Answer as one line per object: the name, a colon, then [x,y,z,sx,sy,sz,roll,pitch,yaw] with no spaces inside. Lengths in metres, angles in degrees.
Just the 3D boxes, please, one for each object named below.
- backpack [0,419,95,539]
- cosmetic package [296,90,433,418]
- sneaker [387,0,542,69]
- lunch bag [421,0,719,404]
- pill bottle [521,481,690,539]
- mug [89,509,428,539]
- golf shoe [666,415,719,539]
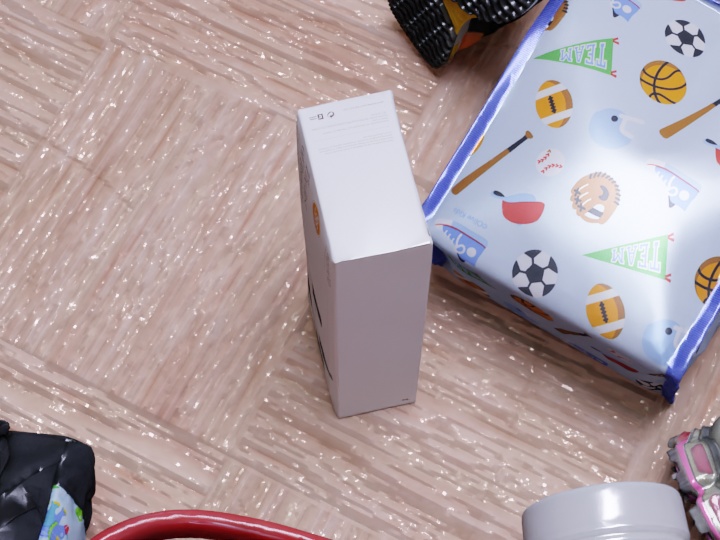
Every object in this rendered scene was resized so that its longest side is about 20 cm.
backpack: [-0.218,0.186,0.716,0.161,0.155,0.201,3,44,0]
cosmetic package: [0.000,0.000,0.756,0.050,0.200,0.083,-13,65,-7]
sneaker: [0.083,-0.180,0.845,0.090,0.200,0.070,-36,93,-18]
lunch bag: [0.150,-0.057,0.817,0.169,0.124,0.201,29,85,12]
pill bottle: [0.129,0.209,0.707,0.110,0.111,0.202,-5,65,-2]
mug: [-0.042,0.195,0.697,0.198,0.133,0.179,-20,97,-13]
golf shoe: [0.225,0.149,0.730,0.092,0.073,0.201,-27,57,13]
